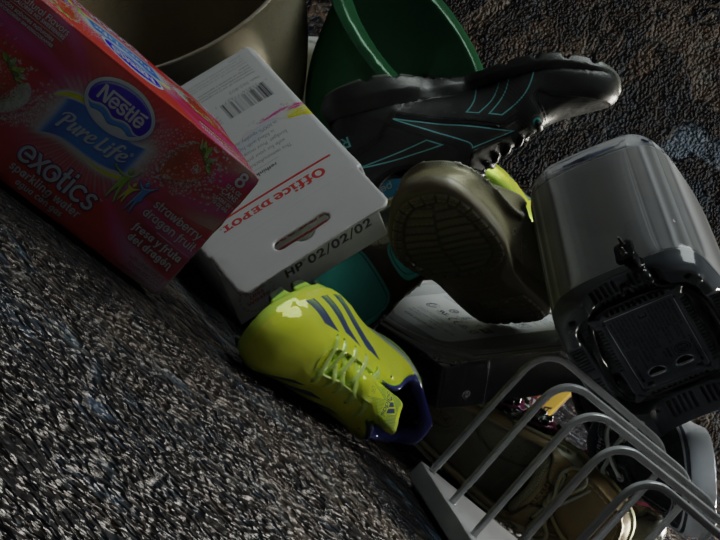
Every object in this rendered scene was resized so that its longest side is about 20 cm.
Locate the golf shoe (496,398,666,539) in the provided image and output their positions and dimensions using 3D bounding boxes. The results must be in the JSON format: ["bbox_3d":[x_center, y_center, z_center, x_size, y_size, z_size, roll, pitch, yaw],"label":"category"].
[{"bbox_3d":[0.123,0.149,1.820,0.200,0.092,0.073,27,30,20],"label":"golf shoe"}]

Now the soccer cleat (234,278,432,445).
[{"bbox_3d":[-0.009,0.061,1.553,0.084,0.065,0.200,48,7,25],"label":"soccer cleat"}]

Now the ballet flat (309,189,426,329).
[{"bbox_3d":[0.000,0.000,1.712,0.064,0.200,0.076,-17,-81,57],"label":"ballet flat"}]

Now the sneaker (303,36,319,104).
[{"bbox_3d":[-0.096,-0.126,1.923,0.085,0.200,0.073,-19,96,-51],"label":"sneaker"}]

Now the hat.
[{"bbox_3d":[-0.022,-0.108,1.822,0.166,0.176,0.200,40,28,-21],"label":"hat"}]

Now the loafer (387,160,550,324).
[{"bbox_3d":[0.070,-0.027,1.650,0.200,0.075,0.068,51,36,-60],"label":"loafer"}]

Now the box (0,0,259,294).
[{"bbox_3d":[-0.165,-0.090,1.440,0.200,0.095,0.100,39,7,-32],"label":"box"}]

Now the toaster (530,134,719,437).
[{"bbox_3d":[0.177,0.005,1.651,0.200,0.113,0.129,53,18,-46],"label":"toaster"}]

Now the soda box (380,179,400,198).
[{"bbox_3d":[-0.001,-0.079,1.924,0.068,0.200,0.064,-125,-169,-68],"label":"soda box"}]

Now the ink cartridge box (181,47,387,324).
[{"bbox_3d":[-0.065,-0.046,1.642,0.200,0.115,0.068,49,-13,45],"label":"ink cartridge box"}]

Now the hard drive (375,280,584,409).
[{"bbox_3d":[0.093,0.043,1.759,0.200,0.038,0.140,-4,23,-35],"label":"hard drive"}]

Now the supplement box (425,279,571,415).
[{"bbox_3d":[0.065,0.040,1.996,0.200,0.103,0.131,38,10,-42],"label":"supplement box"}]

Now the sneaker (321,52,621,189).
[{"bbox_3d":[0.076,-0.094,1.695,0.075,0.200,0.079,106,-25,-79],"label":"sneaker"}]

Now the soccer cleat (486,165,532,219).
[{"bbox_3d":[0.119,-0.027,1.905,0.200,0.065,0.084,47,35,-42],"label":"soccer cleat"}]

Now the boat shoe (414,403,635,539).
[{"bbox_3d":[0.097,0.131,1.739,0.201,0.073,0.063,40,13,1],"label":"boat shoe"}]

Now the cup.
[{"bbox_3d":[-0.118,-0.139,1.814,0.200,0.200,0.143,50,-15,54],"label":"cup"}]

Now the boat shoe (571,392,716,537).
[{"bbox_3d":[0.187,0.118,1.731,0.068,0.072,0.200,2,25,-11],"label":"boat shoe"}]

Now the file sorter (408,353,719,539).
[{"bbox_3d":[0.141,0.159,1.546,0.139,0.125,0.200,39,7,-24],"label":"file sorter"}]
